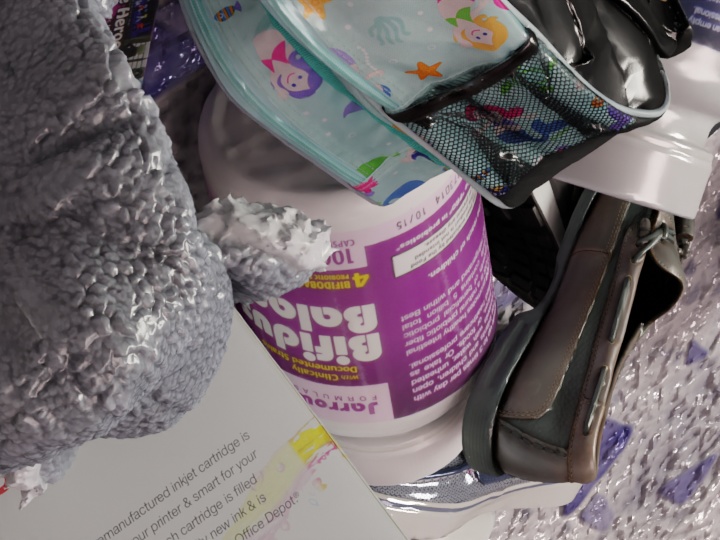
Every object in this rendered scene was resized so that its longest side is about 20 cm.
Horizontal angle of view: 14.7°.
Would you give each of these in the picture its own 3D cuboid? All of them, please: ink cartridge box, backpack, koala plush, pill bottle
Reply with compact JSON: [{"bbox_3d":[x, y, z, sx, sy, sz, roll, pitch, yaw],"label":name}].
[{"bbox_3d":[-0.071,0.136,1.128,0.145,0.200,0.145,-34,174,-21],"label":"ink cartridge box"},{"bbox_3d":[0.010,-0.130,1.024,0.150,0.178,0.200,-25,148,18],"label":"backpack"},{"bbox_3d":[-0.105,0.004,0.967,0.177,0.184,0.200,-39,154,3],"label":"koala plush"},{"bbox_3d":[0.000,0.000,1.188,0.112,0.112,0.200,-35,141,-20],"label":"pill bottle"},{"bbox_3d":[0.128,-0.128,1.152,0.111,0.111,0.201,13,94,-52],"label":"pill bottle"}]

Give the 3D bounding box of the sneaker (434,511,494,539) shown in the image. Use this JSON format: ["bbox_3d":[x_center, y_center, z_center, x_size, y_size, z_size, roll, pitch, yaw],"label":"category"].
[{"bbox_3d":[0.018,0.200,1.423,0.073,0.071,0.200,16,109,-52],"label":"sneaker"}]

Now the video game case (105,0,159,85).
[{"bbox_3d":[-0.169,-0.026,1.045,0.181,0.036,0.201,-14,132,-38],"label":"video game case"}]

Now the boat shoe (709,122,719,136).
[{"bbox_3d":[0.168,-0.119,1.271,0.062,0.075,0.200,-34,164,-36],"label":"boat shoe"}]

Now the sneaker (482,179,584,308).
[{"bbox_3d":[0.088,-0.062,1.264,0.088,0.076,0.200,-42,144,-20],"label":"sneaker"}]

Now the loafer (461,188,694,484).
[{"bbox_3d":[0.114,0.017,1.231,0.200,0.063,0.072,-57,150,-31],"label":"loafer"}]

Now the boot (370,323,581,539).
[{"bbox_3d":[0.052,0.070,1.356,0.200,0.073,0.091,-7,120,-54],"label":"boot"}]
